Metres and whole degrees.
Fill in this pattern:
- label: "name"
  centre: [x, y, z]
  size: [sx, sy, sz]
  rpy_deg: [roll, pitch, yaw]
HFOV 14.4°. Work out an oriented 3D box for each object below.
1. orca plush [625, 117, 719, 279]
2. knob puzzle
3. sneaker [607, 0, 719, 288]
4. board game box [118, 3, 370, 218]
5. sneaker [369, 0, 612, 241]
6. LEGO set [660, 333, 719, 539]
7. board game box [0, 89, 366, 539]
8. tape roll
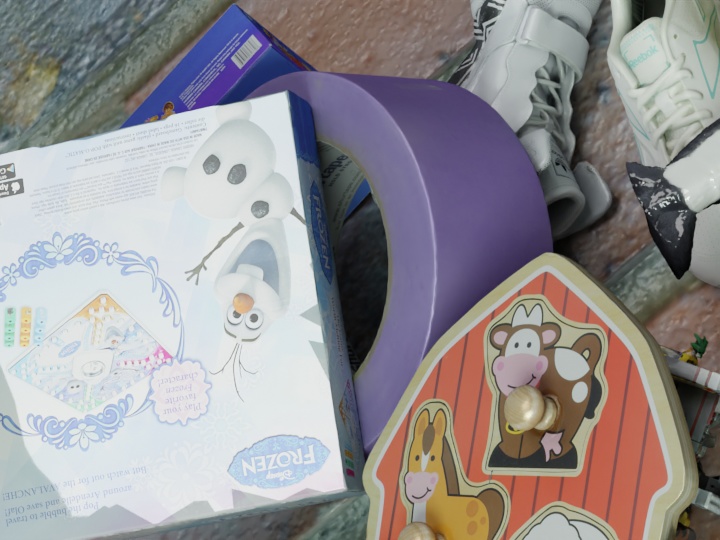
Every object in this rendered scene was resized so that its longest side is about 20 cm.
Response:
- label: "orca plush"
  centre: [0.230, -0.053, 1.371]
  size: [0.200, 0.071, 0.105]
  rpy_deg: [-35, 58, -9]
- label: "knob puzzle"
  centre: [0.064, 0.088, 1.247]
  size: [0.219, 0.030, 0.221]
  rpy_deg: [-22, 60, 42]
- label: "sneaker"
  centre: [0.159, -0.080, 1.435]
  size: [0.070, 0.080, 0.201]
  rpy_deg: [-28, 54, 20]
- label: "board game box"
  centre: [-0.088, -0.031, 1.557]
  size: [0.200, 0.134, 0.045]
  rpy_deg: [-47, 48, 7]
- label: "sneaker"
  centre: [0.097, -0.090, 1.493]
  size: [0.115, 0.075, 0.200]
  rpy_deg: [39, 98, 43]
- label: "LEGO set"
  centre: [0.131, 0.117, 1.304]
  size: [0.116, 0.154, 0.201]
  rpy_deg: [19, 77, 23]
- label: "board game box"
  centre: [-0.108, 0.030, 1.413]
  size: [0.199, 0.043, 0.200]
  rpy_deg: [-11, 79, 16]
- label: "tape roll"
  centre: [0.000, 0.000, 1.456]
  size: [0.200, 0.085, 0.201]
  rpy_deg: [-2, 87, 48]
